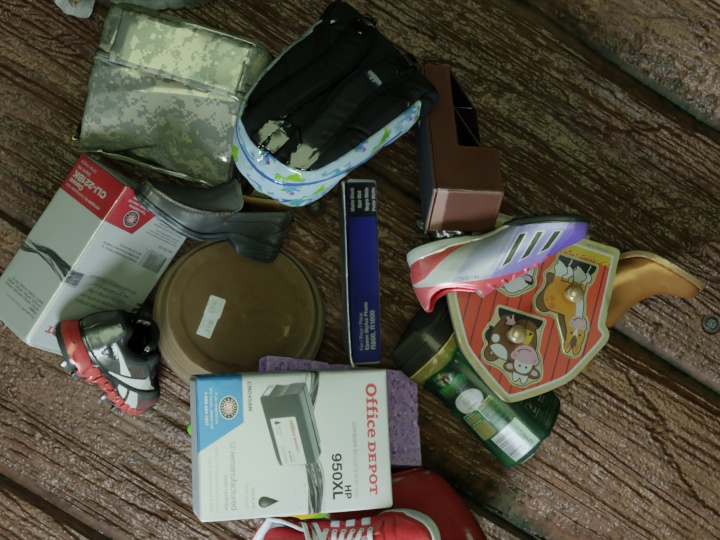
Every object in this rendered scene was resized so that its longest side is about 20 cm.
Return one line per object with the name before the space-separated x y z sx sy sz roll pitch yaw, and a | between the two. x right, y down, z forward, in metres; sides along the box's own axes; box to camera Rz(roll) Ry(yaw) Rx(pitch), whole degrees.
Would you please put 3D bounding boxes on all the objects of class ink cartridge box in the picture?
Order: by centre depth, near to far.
ink cartridge box | -0.072 0.176 1.194 0.199 0.084 0.145 -2 86 -14
ink cartridge box | 0.000 0.000 1.282 0.040 0.200 0.201 -2 93 -2
ink cartridge box | -0.299 -0.008 1.289 0.084 0.144 0.200 33 90 27

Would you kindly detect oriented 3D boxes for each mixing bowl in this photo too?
mixing bowl | 0.041 0.288 1.310 0.199 0.200 0.109 -14 77 -2

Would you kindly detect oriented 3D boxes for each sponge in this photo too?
sponge | -0.021 0.162 1.303 0.199 0.030 0.112 9 72 -28

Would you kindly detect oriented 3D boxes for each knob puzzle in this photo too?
knob puzzle | 0.190 0.049 1.284 0.218 0.030 0.221 1 87 -13

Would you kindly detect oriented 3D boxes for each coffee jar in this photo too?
coffee jar | 0.132 0.126 1.338 0.200 0.104 0.085 43 124 -3

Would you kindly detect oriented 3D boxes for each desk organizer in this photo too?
desk organizer | 0.106 -0.138 1.290 0.077 0.072 0.201 2 51 -6

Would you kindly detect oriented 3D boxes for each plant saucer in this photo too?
plant saucer | -0.137 0.050 1.325 0.199 0.029 0.201 3 69 -9

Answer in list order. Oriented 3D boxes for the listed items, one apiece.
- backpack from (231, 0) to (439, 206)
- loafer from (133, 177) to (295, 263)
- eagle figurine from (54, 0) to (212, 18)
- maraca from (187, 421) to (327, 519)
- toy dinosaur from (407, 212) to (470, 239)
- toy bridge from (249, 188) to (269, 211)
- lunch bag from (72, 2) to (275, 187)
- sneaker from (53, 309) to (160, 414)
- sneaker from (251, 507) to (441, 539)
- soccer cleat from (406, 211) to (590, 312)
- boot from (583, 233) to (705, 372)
backpack | -0.044 -0.161 1.223 0.163 0.154 0.200 42 51 1
loafer | -0.156 -0.071 1.260 0.072 0.200 0.073 -55 50 16
eagle figurine | -0.259 -0.363 1.311 0.200 0.151 0.152 -29 138 -29
maraca | -0.103 0.207 1.325 0.200 0.107 0.138 34 64 -14
toy dinosaur | 0.147 0.004 1.347 0.077 0.102 0.200 -37 102 -13
toy bridge | -0.087 -0.121 1.340 0.027 0.067 0.200 38 90 -3
lunch bag | -0.208 -0.190 1.296 0.199 0.139 0.169 17 91 -2
sneaker | -0.255 0.100 1.285 0.098 0.201 0.071 -25 59 2
sneaker | -0.023 0.280 1.169 0.199 0.112 0.072 -14 75 39
soccer cleat | 0.150 -0.011 1.231 0.199 0.068 0.074 -14 75 12
boot | 0.289 0.046 1.354 0.199 0.077 0.156 17 90 -1
